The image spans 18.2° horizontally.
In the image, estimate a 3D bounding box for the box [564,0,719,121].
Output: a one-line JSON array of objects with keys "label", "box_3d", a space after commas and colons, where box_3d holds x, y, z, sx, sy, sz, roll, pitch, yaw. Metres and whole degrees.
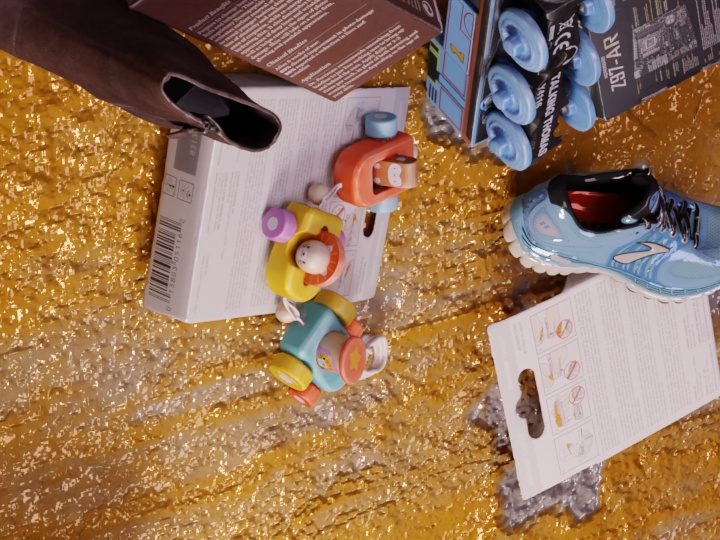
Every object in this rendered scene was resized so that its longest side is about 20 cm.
[{"label": "box", "box_3d": [0.211, -0.232, 1.649, 0.160, 0.043, 0.201, -28, 121, -24]}]

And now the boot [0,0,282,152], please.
[{"label": "boot", "box_3d": [-0.155, -0.140, 1.352, 0.200, 0.166, 0.073, 26, 91, -38]}]

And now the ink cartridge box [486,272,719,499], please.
[{"label": "ink cartridge box", "box_3d": [0.183, 0.064, 1.743, 0.199, 0.050, 0.163, -24, 119, -20]}]

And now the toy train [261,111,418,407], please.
[{"label": "toy train", "box_3d": [0.000, 0.000, 1.549, 0.150, 0.055, 0.201, -21, 120, -44]}]

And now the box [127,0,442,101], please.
[{"label": "box", "box_3d": [-0.050, -0.185, 1.422, 0.100, 0.075, 0.200, -30, 150, 29]}]

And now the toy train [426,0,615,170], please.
[{"label": "toy train", "box_3d": [0.104, -0.155, 1.522, 0.087, 0.114, 0.200, -32, 152, -21]}]

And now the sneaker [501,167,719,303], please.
[{"label": "sneaker", "box_3d": [0.209, -0.031, 1.656, 0.199, 0.090, 0.079, 5, 63, -20]}]

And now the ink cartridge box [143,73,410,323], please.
[{"label": "ink cartridge box", "box_3d": [-0.054, -0.053, 1.544, 0.200, 0.047, 0.161, -7, 111, -50]}]
